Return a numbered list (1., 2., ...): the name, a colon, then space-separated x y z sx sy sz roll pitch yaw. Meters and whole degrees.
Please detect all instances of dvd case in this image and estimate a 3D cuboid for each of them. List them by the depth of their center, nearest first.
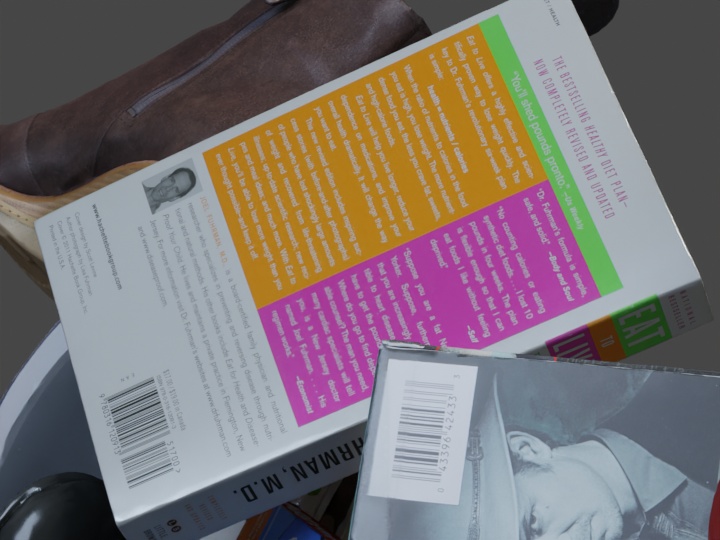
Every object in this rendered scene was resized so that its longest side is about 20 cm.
1. dvd case: 0.091 0.098 0.726 0.200 0.022 0.146 5 75 14

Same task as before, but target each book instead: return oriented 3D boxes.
1. book: 0.000 0.000 0.897 0.200 0.048 0.134 -22 51 3

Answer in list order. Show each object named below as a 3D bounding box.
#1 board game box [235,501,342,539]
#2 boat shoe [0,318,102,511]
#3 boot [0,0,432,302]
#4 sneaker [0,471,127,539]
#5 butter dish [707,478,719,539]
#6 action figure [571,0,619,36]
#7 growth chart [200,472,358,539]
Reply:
1. board game box: -0.047 0.181 0.884 0.103 0.019 0.200 32 94 50
2. boat shoe: -0.129 0.090 0.987 0.070 0.071 0.200 33 102 49
3. boot: -0.072 -0.060 1.072 0.166 0.072 0.200 -46 33 -10
4. sneaker: -0.097 0.168 0.879 0.088 0.074 0.200 13 89 51
5. butter dish: 0.146 0.105 0.618 0.148 0.200 0.200 -37 48 35
6. action figure: 0.052 -0.173 1.005 0.130 0.069 0.200 -50 36 16
7. growth chart: -0.025 0.058 0.963 0.200 0.018 0.145 -55 40 1
